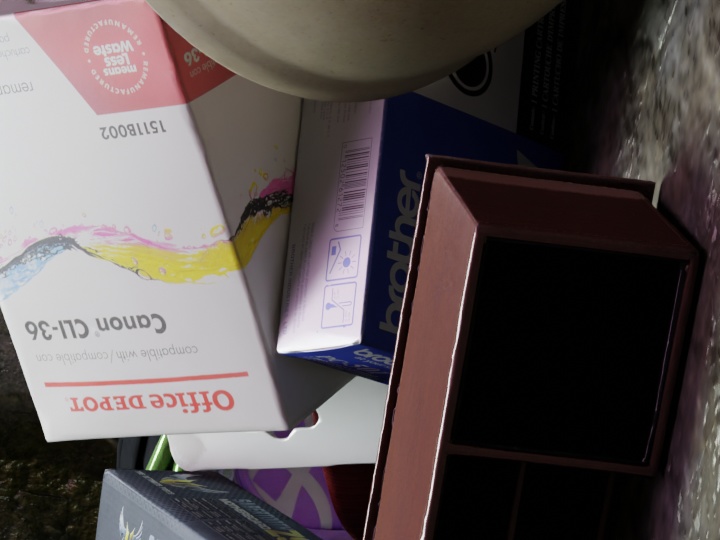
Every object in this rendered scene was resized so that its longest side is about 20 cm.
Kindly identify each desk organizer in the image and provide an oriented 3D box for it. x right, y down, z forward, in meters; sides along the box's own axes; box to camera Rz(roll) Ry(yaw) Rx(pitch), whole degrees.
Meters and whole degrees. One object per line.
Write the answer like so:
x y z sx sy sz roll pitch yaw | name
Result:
0.043 0.074 0.891 0.077 0.072 0.200 -116 35 -73 | desk organizer

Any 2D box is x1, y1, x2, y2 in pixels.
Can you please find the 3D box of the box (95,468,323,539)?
-0.046 0.168 1.062 0.200 0.051 0.158 -159 74 -63 | box

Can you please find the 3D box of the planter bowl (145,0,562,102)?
0.022 -0.162 0.942 0.135 0.200 0.200 -13 67 53 | planter bowl

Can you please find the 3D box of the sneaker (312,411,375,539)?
0.000 0.000 1.149 0.116 0.078 0.200 -89 -8 -64 | sneaker

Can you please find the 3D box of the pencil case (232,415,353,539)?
-0.032 0.131 1.367 0.200 0.084 0.086 108 143 -52 | pencil case

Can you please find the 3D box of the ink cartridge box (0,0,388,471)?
-0.068 -0.008 1.054 0.067 0.116 0.200 -38 -64 -49 | ink cartridge box

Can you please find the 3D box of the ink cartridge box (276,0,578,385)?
0.028 -0.059 1.045 0.044 0.094 0.200 -8 71 44 | ink cartridge box

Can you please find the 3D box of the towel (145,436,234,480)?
-0.044 0.047 1.344 0.149 0.031 0.200 -66 -8 13 | towel

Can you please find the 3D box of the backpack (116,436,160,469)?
-0.066 0.098 1.535 0.163 0.154 0.200 -94 -9 -67 | backpack
